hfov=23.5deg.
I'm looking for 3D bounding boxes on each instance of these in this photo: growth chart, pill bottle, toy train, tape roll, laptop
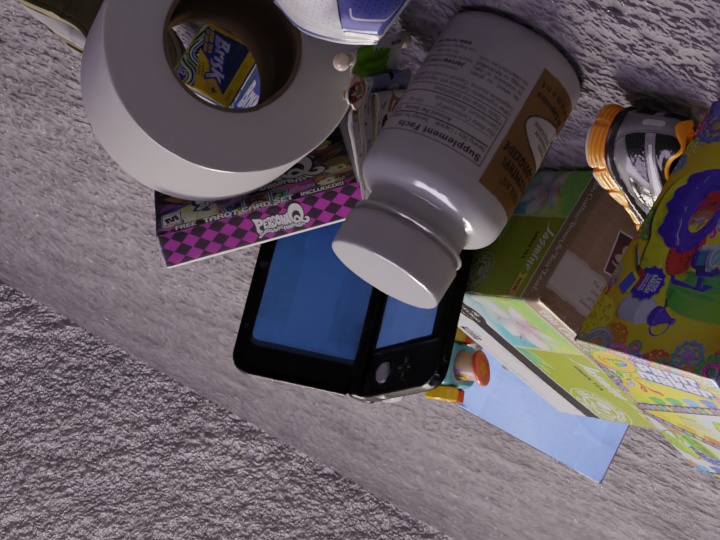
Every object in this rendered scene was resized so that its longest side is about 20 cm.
[{"bbox_3d":[0.028,-0.088,1.352,0.018,0.145,0.200,-2,110,27],"label":"growth chart"},{"bbox_3d":[0.067,-0.079,1.265,0.114,0.200,0.114,29,166,8],"label":"pill bottle"},{"bbox_3d":[0.090,0.030,1.585,0.056,0.150,0.200,5,135,32],"label":"toy train"},{"bbox_3d":[-0.112,-0.163,1.357,0.203,0.203,0.139,34,165,-9],"label":"tape roll"},{"bbox_3d":[0.194,0.123,1.824,0.187,0.116,0.200,28,175,13],"label":"laptop"}]

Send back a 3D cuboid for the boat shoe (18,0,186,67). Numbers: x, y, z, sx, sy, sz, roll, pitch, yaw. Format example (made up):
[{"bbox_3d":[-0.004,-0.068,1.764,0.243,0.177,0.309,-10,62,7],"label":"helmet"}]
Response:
[{"bbox_3d":[-0.243,-0.236,1.658,0.200,0.075,0.068,35,173,16],"label":"boat shoe"}]

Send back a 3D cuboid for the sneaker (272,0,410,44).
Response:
[{"bbox_3d":[-0.056,-0.241,1.223,0.199,0.081,0.115,30,168,12],"label":"sneaker"}]

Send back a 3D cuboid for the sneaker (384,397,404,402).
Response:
[{"bbox_3d":[0.059,0.023,1.643,0.114,0.201,0.073,-1,178,-25],"label":"sneaker"}]

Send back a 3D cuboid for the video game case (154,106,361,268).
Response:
[{"bbox_3d":[-0.078,-0.076,1.482,0.181,0.200,0.036,-105,0,-65],"label":"video game case"}]

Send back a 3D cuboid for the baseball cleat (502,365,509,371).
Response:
[{"bbox_3d":[0.155,0.037,1.653,0.200,0.107,0.070,42,167,-28],"label":"baseball cleat"}]

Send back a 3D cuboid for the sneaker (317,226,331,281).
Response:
[{"bbox_3d":[-0.013,-0.012,1.575,0.074,0.200,0.082,1,161,-3],"label":"sneaker"}]

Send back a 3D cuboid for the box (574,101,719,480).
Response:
[{"bbox_3d":[0.281,0.026,1.173,0.122,0.200,0.193,16,158,48],"label":"box"}]

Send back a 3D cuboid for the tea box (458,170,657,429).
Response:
[{"bbox_3d":[0.192,0.024,1.479,0.200,0.134,0.197,39,163,-24],"label":"tea box"}]

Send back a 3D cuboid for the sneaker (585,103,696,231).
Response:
[{"bbox_3d":[0.244,-0.046,1.267,0.077,0.078,0.200,0,148,47],"label":"sneaker"}]

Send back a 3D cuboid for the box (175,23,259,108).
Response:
[{"bbox_3d":[-0.136,-0.162,1.666,0.064,0.070,0.200,28,165,5],"label":"box"}]

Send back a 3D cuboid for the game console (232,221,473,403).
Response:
[{"bbox_3d":[0.000,0.000,1.471,0.116,0.200,0.176,23,159,-27],"label":"game console"}]
